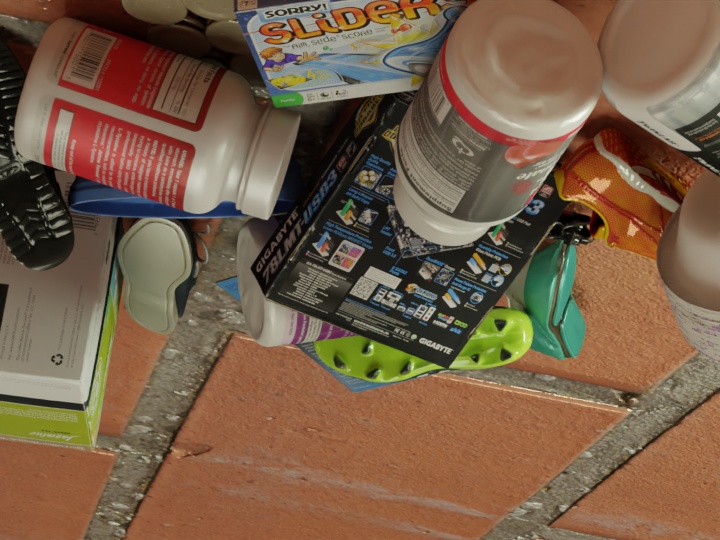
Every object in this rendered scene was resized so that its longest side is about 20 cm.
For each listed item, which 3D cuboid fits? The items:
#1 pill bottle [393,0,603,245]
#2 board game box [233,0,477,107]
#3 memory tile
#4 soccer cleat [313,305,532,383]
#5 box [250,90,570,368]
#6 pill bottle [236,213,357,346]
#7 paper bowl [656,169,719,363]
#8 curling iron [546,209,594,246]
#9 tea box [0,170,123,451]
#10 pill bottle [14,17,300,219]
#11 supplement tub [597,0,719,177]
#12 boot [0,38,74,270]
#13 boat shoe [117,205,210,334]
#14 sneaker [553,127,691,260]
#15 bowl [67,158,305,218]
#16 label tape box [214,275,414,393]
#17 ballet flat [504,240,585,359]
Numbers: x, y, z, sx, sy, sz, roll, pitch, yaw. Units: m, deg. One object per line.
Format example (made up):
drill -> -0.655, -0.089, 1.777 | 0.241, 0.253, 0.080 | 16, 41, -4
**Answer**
pill bottle -> 0.087, -0.098, 1.394 | 0.110, 0.111, 0.200 | 12, 151, -10
board game box -> 0.021, -0.174, 1.402 | 0.199, 0.035, 0.136 | -7, 154, 9
memory tile -> -0.068, -0.181, 1.476 | 0.199, 0.017, 0.153 | -1, 155, 20
soccer cleat -> 0.059, 0.063, 1.785 | 0.199, 0.068, 0.081 | -2, -173, 13
box -> 0.045, -0.034, 1.601 | 0.199, 0.050, 0.199 | 22, 112, -32
pill bottle -> 0.000, 0.000, 1.710 | 0.199, 0.113, 0.112 | -6, 160, -16
paper bowl -> 0.321, -0.026, 1.493 | 0.200, 0.201, 0.105 | -7, 128, 30
curling iron -> 0.107, -0.053, 1.694 | 0.199, 0.026, 0.050 | 12, -167, -1
tea box -> -0.296, 0.036, 1.809 | 0.133, 0.201, 0.197 | 8, 158, -2
pill bottle -> -0.151, -0.110, 1.495 | 0.199, 0.113, 0.112 | 19, 156, 1
supplement tub -> 0.268, -0.125, 1.368 | 0.200, 0.123, 0.122 | 27, 150, -36
boot -> -0.295, -0.112, 1.621 | 0.077, 0.138, 0.201 | -15, 112, -6
boat shoe -> -0.179, -0.011, 1.834 | 0.075, 0.062, 0.200 | 20, 150, 9
sneaker -> 0.232, -0.045, 1.613 | 0.077, 0.073, 0.200 | -37, 125, 25
bowl -> -0.144, -0.071, 1.644 | 0.199, 0.040, 0.201 | -1, 176, 0
label tape box -> -0.015, 0.029, 1.866 | 0.144, 0.064, 0.200 | -16, 134, 43
ballet flat -> 0.165, 0.026, 1.819 | 0.070, 0.068, 0.200 | 14, 157, 16
